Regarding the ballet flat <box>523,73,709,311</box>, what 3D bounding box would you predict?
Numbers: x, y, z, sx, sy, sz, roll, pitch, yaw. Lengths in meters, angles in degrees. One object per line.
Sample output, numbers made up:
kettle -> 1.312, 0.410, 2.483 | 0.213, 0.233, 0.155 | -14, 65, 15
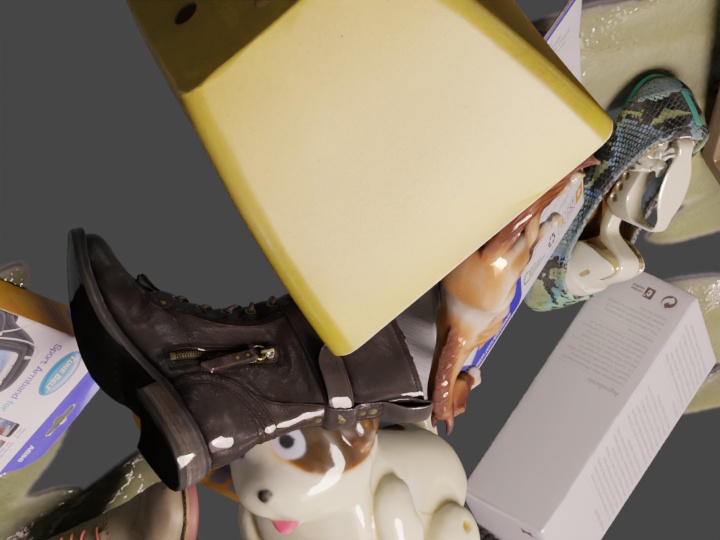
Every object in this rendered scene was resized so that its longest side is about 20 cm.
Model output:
ballet flat -> 0.170, -0.035, 1.848 | 0.074, 0.074, 0.200 | -1, 131, -35

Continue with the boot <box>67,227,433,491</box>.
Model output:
boot -> -0.068, 0.035, 1.650 | 0.173, 0.200, 0.069 | -21, 152, -21

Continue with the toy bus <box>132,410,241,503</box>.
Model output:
toy bus -> -0.079, 0.101, 1.811 | 0.078, 0.065, 0.200 | -43, 141, 12

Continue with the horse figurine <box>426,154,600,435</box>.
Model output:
horse figurine -> 0.080, -0.005, 1.601 | 0.133, 0.050, 0.200 | -53, 171, -28

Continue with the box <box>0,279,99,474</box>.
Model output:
box -> -0.246, 0.057, 1.668 | 0.119, 0.042, 0.200 | -47, 142, 15

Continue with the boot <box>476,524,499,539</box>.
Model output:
boot -> 0.034, 0.225, 1.927 | 0.070, 0.200, 0.132 | -28, 143, -39

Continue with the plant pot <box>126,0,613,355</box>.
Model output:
plant pot -> -0.015, -0.113, 1.548 | 0.200, 0.200, 0.176 | -40, 126, 6

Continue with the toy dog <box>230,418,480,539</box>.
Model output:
toy dog -> -0.006, 0.133, 1.735 | 0.200, 0.139, 0.195 | 45, 62, -48

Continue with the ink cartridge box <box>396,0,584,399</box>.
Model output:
ink cartridge box -> 0.078, -0.048, 1.707 | 0.198, 0.047, 0.200 | -54, 152, -32

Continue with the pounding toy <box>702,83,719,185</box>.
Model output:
pounding toy -> 0.321, -0.106, 1.816 | 0.142, 0.200, 0.184 | -23, 154, -14

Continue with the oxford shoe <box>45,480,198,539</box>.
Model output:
oxford shoe -> -0.168, 0.192, 1.807 | 0.075, 0.071, 0.200 | 13, 140, -28

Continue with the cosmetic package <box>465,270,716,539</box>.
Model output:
cosmetic package -> 0.158, 0.105, 1.913 | 0.200, 0.071, 0.102 | -55, 152, -17
